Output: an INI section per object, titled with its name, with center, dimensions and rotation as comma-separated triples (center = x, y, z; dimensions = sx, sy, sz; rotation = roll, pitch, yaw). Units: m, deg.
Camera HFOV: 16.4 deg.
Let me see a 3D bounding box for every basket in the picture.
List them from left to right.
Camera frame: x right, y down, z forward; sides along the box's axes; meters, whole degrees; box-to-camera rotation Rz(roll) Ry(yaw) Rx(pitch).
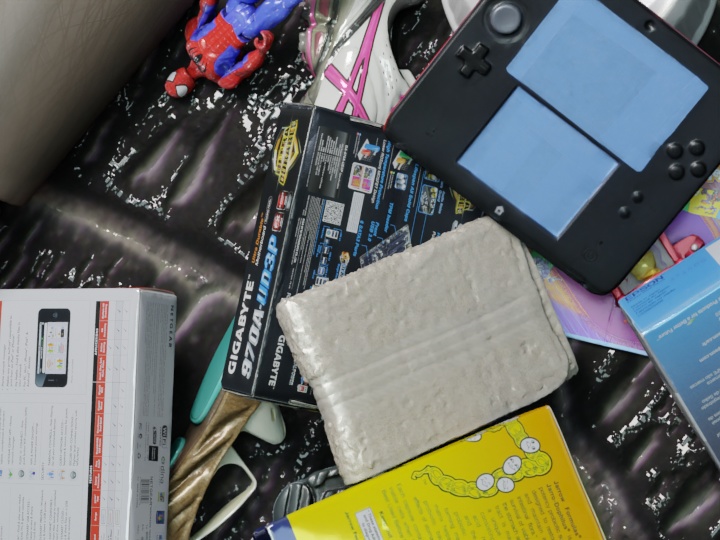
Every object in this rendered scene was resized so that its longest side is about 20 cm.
[basket]
center = -0.230, -0.158, 1.737
dimensions = 0.180, 0.136, 0.201
rotation = 28, 97, -32

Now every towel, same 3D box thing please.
[towel]
center = 0.046, 0.049, 1.665
dimensions = 0.199, 0.034, 0.133
rotation = -21, 86, -30

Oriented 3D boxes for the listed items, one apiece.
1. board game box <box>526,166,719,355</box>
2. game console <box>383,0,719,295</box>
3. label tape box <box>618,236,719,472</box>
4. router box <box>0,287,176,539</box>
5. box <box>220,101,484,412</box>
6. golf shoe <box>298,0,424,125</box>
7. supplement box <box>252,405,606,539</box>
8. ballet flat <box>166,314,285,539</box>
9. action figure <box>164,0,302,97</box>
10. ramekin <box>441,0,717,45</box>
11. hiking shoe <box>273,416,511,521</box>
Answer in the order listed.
[board game box]
center = 0.188, -0.026, 1.729
dimensions = 0.199, 0.039, 0.159
rotation = 13, 87, 6
[game console]
center = 0.141, -0.103, 1.664
dimensions = 0.200, 0.031, 0.177
rotation = 36, 100, -12
[label tape box]
center = 0.286, 0.069, 1.691
dimensions = 0.143, 0.066, 0.201
rotation = -33, 114, 2
[router box]
center = -0.218, 0.112, 1.723
dimensions = 0.178, 0.049, 0.202
rotation = 0, 85, 28
[box]
center = 0.000, 0.000, 1.696
dimensions = 0.158, 0.046, 0.202
rotation = 13, 88, -34
[golf shoe]
center = -0.001, -0.109, 1.740
dimensions = 0.091, 0.073, 0.202
rotation = 4, 85, 4
[supplement box]
center = 0.044, 0.178, 1.607
dimensions = 0.199, 0.109, 0.110
rotation = -22, 85, -11
[ballet flat]
center = -0.098, 0.123, 1.739
dimensions = 0.072, 0.068, 0.201
rotation = 30, 89, -13
[action figure]
center = -0.077, -0.181, 1.725
dimensions = 0.066, 0.052, 0.200
rotation = 50, 130, 4
[ramekin]
center = 0.152, -0.218, 1.723
dimensions = 0.201, 0.094, 0.204
rotation = 0, 85, 4
[hiking shoe]
center = 0.029, 0.145, 1.713
dimensions = 0.199, 0.087, 0.075
rotation = -13, 85, -12
